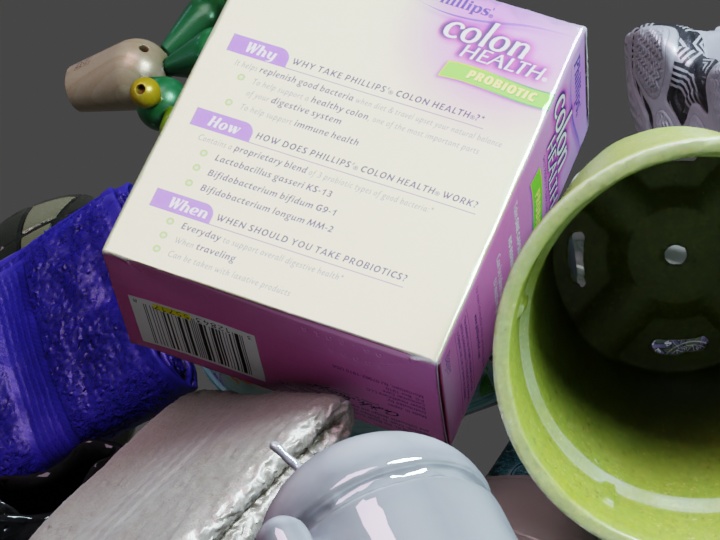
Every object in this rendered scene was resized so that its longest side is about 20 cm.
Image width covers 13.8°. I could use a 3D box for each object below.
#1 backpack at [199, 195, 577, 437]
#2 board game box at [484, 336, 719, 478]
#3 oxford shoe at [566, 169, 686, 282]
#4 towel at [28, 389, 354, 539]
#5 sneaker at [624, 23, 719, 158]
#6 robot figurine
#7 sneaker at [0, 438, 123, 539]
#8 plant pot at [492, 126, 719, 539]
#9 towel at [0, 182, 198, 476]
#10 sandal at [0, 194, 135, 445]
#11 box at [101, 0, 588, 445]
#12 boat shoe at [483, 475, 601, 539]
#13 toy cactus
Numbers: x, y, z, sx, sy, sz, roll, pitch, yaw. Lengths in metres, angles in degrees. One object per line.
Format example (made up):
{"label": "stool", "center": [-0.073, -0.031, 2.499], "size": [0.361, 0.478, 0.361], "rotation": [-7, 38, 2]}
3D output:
{"label": "backpack", "center": [0.000, 0.000, 1.585], "size": [0.199, 0.151, 0.178], "rotation": [-17, 35, -12]}
{"label": "board game box", "center": [0.156, 0.074, 1.525], "size": [0.135, 0.028, 0.200], "rotation": [8, 44, 32]}
{"label": "oxford shoe", "center": [0.197, -0.026, 1.615], "size": [0.199, 0.058, 0.075], "rotation": [2, 37, 23]}
{"label": "towel", "center": [-0.100, 0.125, 1.415], "size": [0.132, 0.035, 0.200], "rotation": [-1, 36, 51]}
{"label": "sneaker", "center": [0.231, -0.103, 1.689], "size": [0.114, 0.076, 0.200], "rotation": [-9, 14, -19]}
{"label": "robot figurine", "center": [0.024, 0.152, 1.308], "size": [0.113, 0.169, 0.200], "rotation": [-44, 50, 20]}
{"label": "sneaker", "center": [-0.200, 0.149, 1.533], "size": [0.199, 0.088, 0.076], "rotation": [-27, 37, -11]}
{"label": "plant pot", "center": [0.159, 0.014, 1.419], "size": [0.199, 0.201, 0.184], "rotation": [-15, 15, 5]}
{"label": "towel", "center": [-0.189, 0.050, 1.618], "size": [0.200, 0.050, 0.148], "rotation": [-32, 49, 16]}
{"label": "sandal", "center": [-0.170, 0.038, 1.700], "size": [0.079, 0.057, 0.202], "rotation": [-13, 51, 1]}
{"label": "box", "center": [-0.003, -0.041, 1.466], "size": [0.175, 0.097, 0.201], "rotation": [18, 65, 14]}
{"label": "boat shoe", "center": [0.119, 0.150, 1.407], "size": [0.199, 0.063, 0.073], "rotation": [17, 27, 35]}
{"label": "toy cactus", "center": [-0.115, -0.136, 1.879], "size": [0.164, 0.102, 0.201], "rotation": [-12, 44, 25]}
